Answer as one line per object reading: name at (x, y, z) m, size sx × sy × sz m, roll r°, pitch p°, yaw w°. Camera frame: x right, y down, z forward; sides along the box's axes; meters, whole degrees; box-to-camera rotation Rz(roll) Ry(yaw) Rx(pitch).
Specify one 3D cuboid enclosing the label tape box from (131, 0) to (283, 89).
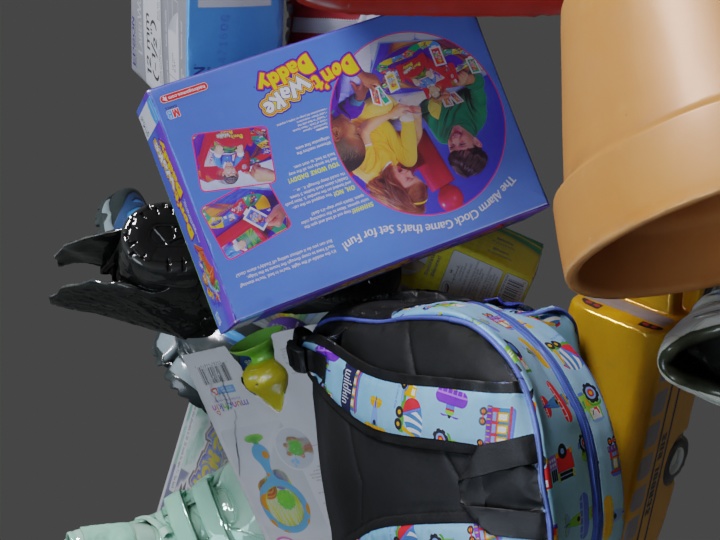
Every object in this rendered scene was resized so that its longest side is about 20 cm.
label tape box at (-0.108, -0.187, 1.010) m, size 0.200 × 0.065 × 0.145 m, roll -139°, pitch 47°, yaw -58°

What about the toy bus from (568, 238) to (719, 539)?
toy bus at (0.151, 0.071, 0.927) m, size 0.065 × 0.078 × 0.202 m, roll 23°, pitch 117°, yaw 32°

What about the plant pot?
plant pot at (0.180, -0.084, 0.795) m, size 0.199 × 0.199 × 0.142 m, roll -27°, pitch 70°, yaw 41°

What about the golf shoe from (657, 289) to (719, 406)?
golf shoe at (0.242, 0.053, 0.802) m, size 0.198 × 0.097 × 0.079 m, roll 0°, pitch 97°, yaw 34°

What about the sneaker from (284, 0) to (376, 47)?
sneaker at (-0.032, -0.154, 1.011) m, size 0.112 × 0.071 × 0.201 m, roll 43°, pitch 119°, yaw 16°

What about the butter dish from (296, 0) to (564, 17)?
butter dish at (0.024, -0.240, 0.887) m, size 0.147 × 0.197 × 0.203 m, roll 14°, pitch 106°, yaw 63°

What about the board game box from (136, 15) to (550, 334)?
board game box at (-0.009, -0.063, 0.910) m, size 0.136 × 0.198 × 0.045 m, roll 69°, pitch 161°, yaw 4°

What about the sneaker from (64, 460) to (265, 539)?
sneaker at (-0.123, 0.176, 1.055) m, size 0.201 × 0.118 × 0.074 m, roll -47°, pitch 52°, yaw 26°

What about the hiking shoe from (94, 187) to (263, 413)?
hiking shoe at (-0.117, 0.008, 1.132) m, size 0.086 × 0.074 × 0.201 m, roll -36°, pitch 56°, yaw 4°

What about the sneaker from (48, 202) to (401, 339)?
sneaker at (-0.082, 0.003, 0.962) m, size 0.104 × 0.197 × 0.061 m, roll 122°, pitch 152°, yaw -63°

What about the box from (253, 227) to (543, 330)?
box at (0.000, 0.000, 0.997) m, size 0.198 × 0.048 × 0.118 m, roll 23°, pitch 123°, yaw 2°

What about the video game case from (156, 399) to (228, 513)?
video game case at (-0.067, 0.149, 1.103) m, size 0.181 × 0.023 × 0.202 m, roll 22°, pitch 97°, yaw 44°

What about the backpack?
backpack at (0.065, 0.099, 0.860) m, size 0.199 × 0.133 × 0.185 m, roll -7°, pitch 90°, yaw 58°

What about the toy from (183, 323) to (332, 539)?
toy at (-0.019, 0.123, 0.996) m, size 0.114 × 0.047 × 0.201 m, roll -14°, pitch 110°, yaw 37°
